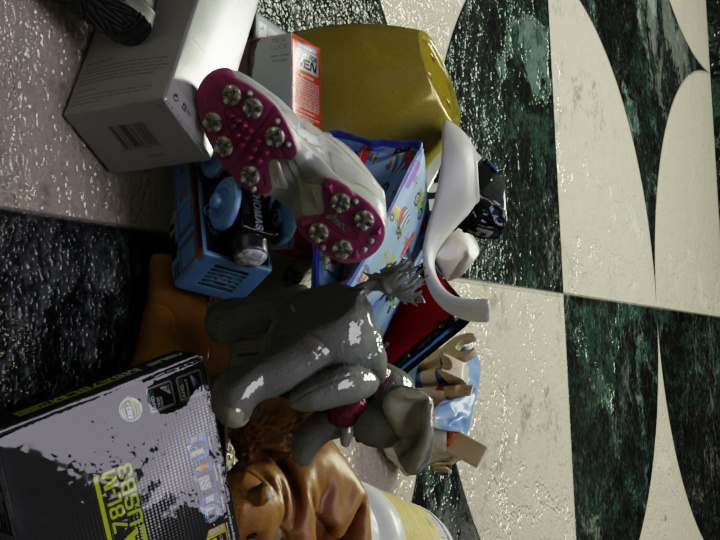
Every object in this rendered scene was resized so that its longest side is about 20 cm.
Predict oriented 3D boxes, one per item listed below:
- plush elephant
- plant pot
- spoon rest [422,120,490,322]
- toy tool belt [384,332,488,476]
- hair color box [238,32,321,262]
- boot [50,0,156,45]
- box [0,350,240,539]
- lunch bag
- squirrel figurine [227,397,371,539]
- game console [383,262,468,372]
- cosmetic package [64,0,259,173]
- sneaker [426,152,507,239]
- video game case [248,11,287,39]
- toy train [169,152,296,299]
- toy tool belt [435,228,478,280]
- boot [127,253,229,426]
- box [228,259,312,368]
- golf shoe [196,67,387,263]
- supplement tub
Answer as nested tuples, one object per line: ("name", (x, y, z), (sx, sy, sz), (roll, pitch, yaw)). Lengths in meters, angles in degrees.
("plush elephant", (-0.019, 0.092, 1.352), (0.165, 0.199, 0.156), (-121, -171, -62))
("plant pot", (0.017, -0.164, 1.643), (0.200, 0.141, 0.202), (-20, 90, -74))
("spoon rest", (0.085, -0.048, 1.553), (0.100, 0.060, 0.202), (80, 5, -63))
("toy tool belt", (0.099, 0.134, 1.882), (0.125, 0.122, 0.201), (50, 42, -50))
("hair color box", (-0.097, -0.110, 1.536), (0.064, 0.110, 0.202), (18, 69, -62))
("boot", (-0.219, -0.309, 1.365), (0.165, 0.065, 0.201), (41, 46, -40))
("box", (-0.191, 0.185, 1.280), (0.192, 0.047, 0.202), (-20, 105, -39))
("lunch bag", (0.000, 0.000, 1.508), (0.151, 0.093, 0.201), (80, 21, -56))
("squirrel figurine", (-0.086, 0.180, 1.453), (0.186, 0.140, 0.202), (12, 82, -63))
("game console", (0.029, 0.101, 1.636), (0.119, 0.200, 0.173), (49, 5, -25))
("cosmetic package", (-0.165, -0.192, 1.414), (0.085, 0.107, 0.201), (54, 41, -44))
("sneaker", (0.090, -0.050, 1.687), (0.112, 0.073, 0.201), (35, 57, -8))
("video game case", (-0.069, -0.167, 1.709), (0.200, 0.019, 0.144), (26, 63, -62))
("toy train", (-0.117, -0.076, 1.439), (0.086, 0.114, 0.201), (15, 50, -33))
("toy tool belt", (0.028, -0.017, 1.773), (0.200, 0.124, 0.123), (-48, 117, -31))
("boot", (-0.175, 0.056, 1.409), (0.201, 0.070, 0.145), (22, 60, -65))
("box", (-0.076, 0.012, 1.605), (0.082, 0.068, 0.201), (56, 38, -43))
("golf shoe", (-0.055, -0.094, 1.376), (0.200, 0.075, 0.092), (46, 27, -9))
("supplement tub", (-0.002, 0.285, 1.622), (0.200, 0.144, 0.147), (33, 56, -58))
